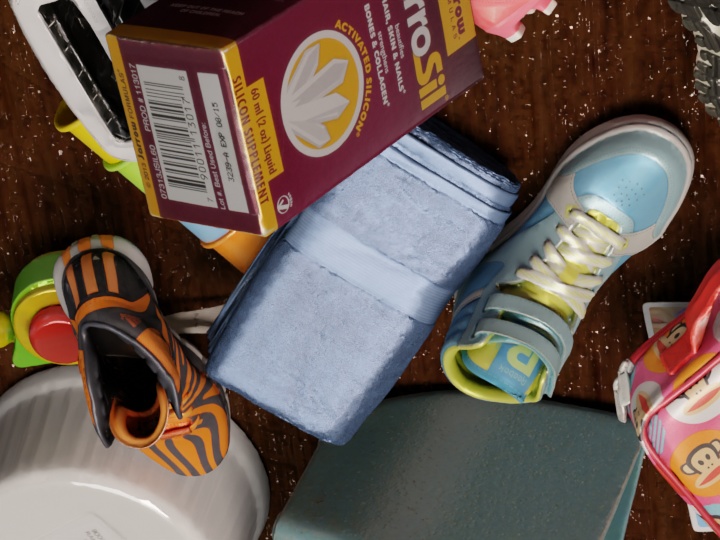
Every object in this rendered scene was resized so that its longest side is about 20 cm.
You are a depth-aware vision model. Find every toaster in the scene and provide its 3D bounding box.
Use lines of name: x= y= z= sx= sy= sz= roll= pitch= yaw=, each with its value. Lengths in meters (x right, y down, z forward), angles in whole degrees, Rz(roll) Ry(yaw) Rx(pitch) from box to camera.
toaster: x=-0.117 y=-0.151 z=1.651 sx=0.113 sy=0.129 sz=0.200 roll=-12 pitch=126 yaw=24

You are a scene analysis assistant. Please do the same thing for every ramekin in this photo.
ramekin: x=-0.167 y=0.167 z=1.954 sx=0.200 sy=0.098 sz=0.201 roll=7 pitch=131 yaw=9

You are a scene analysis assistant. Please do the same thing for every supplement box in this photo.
supplement box: x=-0.031 y=-0.114 z=1.584 sx=0.086 sy=0.200 sz=0.111 roll=11 pitch=125 yaw=38

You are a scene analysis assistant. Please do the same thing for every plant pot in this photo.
plant pot: x=0.049 y=0.192 z=1.867 sx=0.200 sy=0.196 sz=0.197 roll=17 pitch=132 yaw=11

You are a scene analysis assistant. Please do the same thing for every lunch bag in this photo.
lunch bag: x=0.254 y=0.059 z=1.721 sx=0.200 sy=0.082 sz=0.176 roll=-38 pitch=116 yaw=10

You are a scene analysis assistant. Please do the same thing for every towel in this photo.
towel: x=0.000 y=0.000 z=1.761 sx=0.112 sy=0.049 sz=0.200 roll=32 pitch=104 yaw=-8

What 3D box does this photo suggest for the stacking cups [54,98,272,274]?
stacking cups: x=-0.091 y=-0.050 z=1.786 sx=0.200 sy=0.061 sz=0.060 roll=39 pitch=128 yaw=-25

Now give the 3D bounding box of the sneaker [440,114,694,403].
sneaker: x=0.119 y=0.006 z=1.724 sx=0.079 sy=0.131 sz=0.200 roll=32 pitch=130 yaw=-11

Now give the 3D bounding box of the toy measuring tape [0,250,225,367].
toy measuring tape: x=-0.147 y=0.016 z=1.847 sx=0.200 sy=0.074 sz=0.074 roll=-9 pitch=127 yaw=9

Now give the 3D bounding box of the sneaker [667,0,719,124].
sneaker: x=0.215 y=-0.158 z=1.590 sx=0.078 sy=0.089 sz=0.200 roll=28 pitch=156 yaw=30

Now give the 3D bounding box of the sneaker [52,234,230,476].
sneaker: x=-0.131 y=0.081 z=1.793 sx=0.077 sy=0.112 sz=0.200 roll=-23 pitch=132 yaw=8

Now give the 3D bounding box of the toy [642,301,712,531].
toy: x=0.244 y=0.102 z=1.829 sx=0.115 sy=0.047 sz=0.200 roll=-3 pitch=128 yaw=17

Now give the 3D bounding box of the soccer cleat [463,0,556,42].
soccer cleat: x=0.112 y=-0.201 z=1.596 sx=0.076 sy=0.067 sz=0.200 roll=38 pitch=131 yaw=-12
